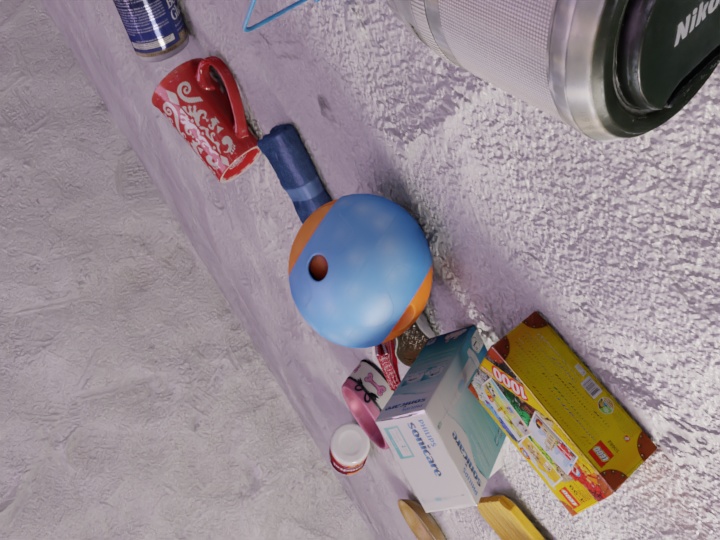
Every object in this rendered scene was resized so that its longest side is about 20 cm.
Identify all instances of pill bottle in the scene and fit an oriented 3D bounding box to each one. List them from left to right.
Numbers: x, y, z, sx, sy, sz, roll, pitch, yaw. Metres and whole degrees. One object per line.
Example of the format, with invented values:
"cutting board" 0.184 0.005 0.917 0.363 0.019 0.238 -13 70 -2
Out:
"pill bottle" -0.397 -0.499 1.347 0.111 0.110 0.203 40 155 41
"pill bottle" -0.033 0.506 2.057 0.114 0.112 0.201 50 161 19

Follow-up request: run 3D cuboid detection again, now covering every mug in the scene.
"mug" -0.283 -0.284 1.382 0.202 0.132 0.178 52 163 2

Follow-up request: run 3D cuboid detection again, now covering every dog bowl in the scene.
"dog bowl" 0.033 0.300 1.606 0.201 0.073 0.202 50 161 24

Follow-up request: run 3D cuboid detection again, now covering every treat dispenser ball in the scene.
"treat dispenser ball" 0.000 0.000 0.989 0.202 0.199 0.203 48 160 23

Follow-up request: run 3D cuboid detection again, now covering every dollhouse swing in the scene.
"dollhouse swing" 0.253 0.519 1.266 0.174 0.184 0.200 34 160 2

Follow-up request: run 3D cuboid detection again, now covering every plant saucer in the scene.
"plant saucer" 0.171 0.676 1.925 0.201 0.035 0.202 49 159 25

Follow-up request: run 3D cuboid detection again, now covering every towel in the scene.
"towel" -0.103 -0.149 1.259 0.204 0.048 0.111 63 160 -16
"towel" 0.038 0.100 1.196 0.201 0.022 0.148 69 -168 -65

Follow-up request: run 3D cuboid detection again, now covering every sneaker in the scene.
"sneaker" 0.077 0.076 1.165 0.202 0.071 0.086 68 -167 -49

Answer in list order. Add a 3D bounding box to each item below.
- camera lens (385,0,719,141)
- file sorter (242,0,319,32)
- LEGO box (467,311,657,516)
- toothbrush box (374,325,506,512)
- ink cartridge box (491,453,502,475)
"camera lens" 0.119 -0.185 0.438 0.200 0.158 0.162 41 157 39
"file sorter" -0.120 -0.387 0.792 0.203 0.121 0.138 58 162 -5
"LEGO box" 0.229 0.171 0.871 0.201 0.076 0.150 51 161 20
"toothbrush box" 0.121 0.194 0.984 0.084 0.200 0.149 -21 106 34
"ink cartridge box" 0.170 0.272 1.210 0.115 0.066 0.203 40 155 41
